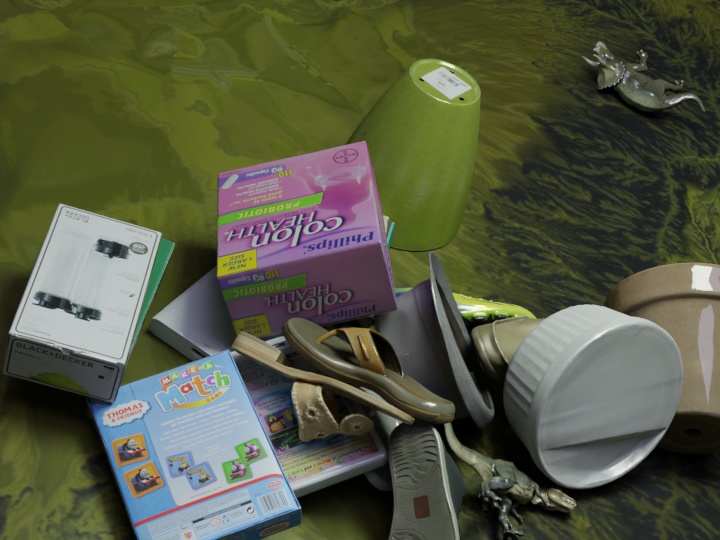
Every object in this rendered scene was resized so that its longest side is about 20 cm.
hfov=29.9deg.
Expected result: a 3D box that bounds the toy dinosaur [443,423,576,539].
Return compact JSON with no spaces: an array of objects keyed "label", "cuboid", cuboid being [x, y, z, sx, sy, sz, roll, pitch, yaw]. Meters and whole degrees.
[{"label":"toy dinosaur","cuboid":[0.146,0.226,1.404,0.200,0.047,0.088,37,36,-27]}]

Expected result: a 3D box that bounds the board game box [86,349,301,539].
[{"label":"board game box","cuboid":[-0.163,0.182,1.301,0.151,0.037,0.200,-18,53,-14]}]

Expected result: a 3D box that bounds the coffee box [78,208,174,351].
[{"label":"coffee box","cuboid":[-0.283,0.024,1.451,0.123,0.044,0.200,18,40,-6]}]

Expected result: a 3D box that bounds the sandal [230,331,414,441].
[{"label":"sandal","cuboid":[-0.049,0.135,1.346,0.212,0.078,0.070,24,81,24]}]

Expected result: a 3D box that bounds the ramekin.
[{"label":"ramekin","cuboid":[0.246,0.130,1.476,0.202,0.203,0.094,-4,24,-30]}]

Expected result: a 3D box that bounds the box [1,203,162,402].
[{"label":"box","cuboid":[-0.279,0.030,1.364,0.116,0.060,0.200,15,40,-9]}]

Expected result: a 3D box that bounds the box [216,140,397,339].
[{"label":"box","cuboid":[-0.062,-0.034,1.477,0.176,0.097,0.200,-12,38,4]}]

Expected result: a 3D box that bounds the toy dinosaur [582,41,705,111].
[{"label":"toy dinosaur","cuboid":[0.450,-0.289,2.154,0.200,0.077,0.102,41,54,13]}]

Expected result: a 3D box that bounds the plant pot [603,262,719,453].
[{"label":"plant pot","cuboid":[0.386,0.113,1.583,0.200,0.200,0.175,14,57,-11]}]

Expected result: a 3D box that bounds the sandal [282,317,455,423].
[{"label":"sandal","cuboid":[0.014,0.092,1.373,0.200,0.054,0.080,27,12,20]}]

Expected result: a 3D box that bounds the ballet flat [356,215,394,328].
[{"label":"ballet flat","cuboid":[0.000,0.000,1.606,0.062,0.068,0.200,11,34,1]}]

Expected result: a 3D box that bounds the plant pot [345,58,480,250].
[{"label":"plant pot","cuboid":[0.073,-0.161,1.710,0.187,0.200,0.187,13,40,-11]}]

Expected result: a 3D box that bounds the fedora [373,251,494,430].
[{"label":"fedora","cuboid":[0.072,0.088,1.471,0.177,0.090,0.200,-56,124,-79]}]

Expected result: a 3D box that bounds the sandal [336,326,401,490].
[{"label":"sandal","cuboid":[0.007,0.152,1.446,0.082,0.050,0.203,17,44,-33]}]

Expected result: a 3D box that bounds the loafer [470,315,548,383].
[{"label":"loafer","cuboid":[0.197,0.084,1.544,0.200,0.067,0.076,4,57,-54]}]

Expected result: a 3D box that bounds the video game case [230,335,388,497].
[{"label":"video game case","cuboid":[-0.099,0.155,1.370,0.200,0.024,0.182,-17,52,-19]}]

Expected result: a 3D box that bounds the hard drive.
[{"label":"hard drive","cuboid":[-0.125,0.046,1.517,0.132,0.026,0.200,33,41,12]}]

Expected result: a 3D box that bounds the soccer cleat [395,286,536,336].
[{"label":"soccer cleat","cuboid":[0.120,0.048,1.605,0.200,0.065,0.084,6,36,-21]}]

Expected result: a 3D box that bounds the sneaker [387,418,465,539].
[{"label":"sneaker","cuboid":[0.076,0.256,1.344,0.075,0.106,0.200,-8,65,19]}]
